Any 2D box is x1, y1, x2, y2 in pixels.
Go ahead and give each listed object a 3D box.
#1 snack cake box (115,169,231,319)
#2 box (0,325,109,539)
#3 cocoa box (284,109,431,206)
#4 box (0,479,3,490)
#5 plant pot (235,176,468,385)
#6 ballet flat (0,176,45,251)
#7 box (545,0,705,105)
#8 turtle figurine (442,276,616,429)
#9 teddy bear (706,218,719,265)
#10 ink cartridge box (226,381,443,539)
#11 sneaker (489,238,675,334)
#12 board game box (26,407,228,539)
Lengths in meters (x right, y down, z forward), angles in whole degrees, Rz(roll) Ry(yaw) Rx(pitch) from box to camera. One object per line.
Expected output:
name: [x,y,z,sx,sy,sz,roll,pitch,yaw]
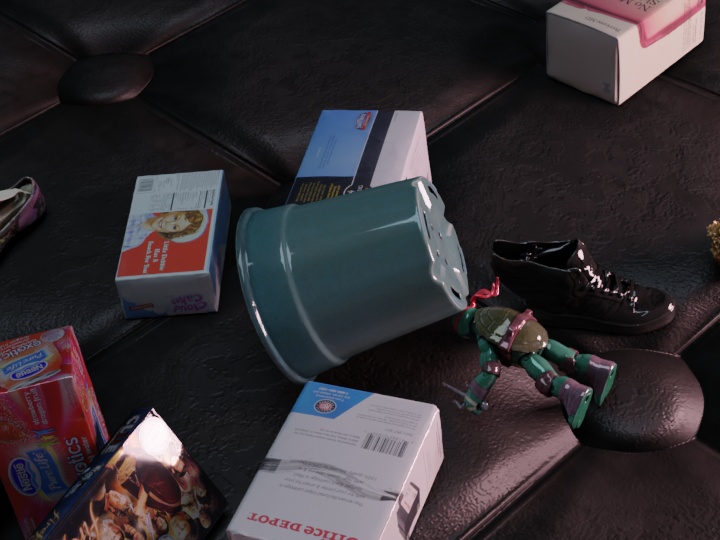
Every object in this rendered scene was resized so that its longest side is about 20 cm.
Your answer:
snack cake box: [-0.226,-0.035,1.619,0.115,0.067,0.200,-3,42,4]
box: [-0.304,0.168,1.296,0.100,0.200,0.096,-13,32,-5]
cocoa box: [0.001,-0.085,1.581,0.131,0.134,0.200,2,42,14]
box: [-0.446,0.162,1.355,0.200,0.050,0.199,35,37,-4]
plant pot: [0.000,0.000,1.399,0.196,0.200,0.200,-17,39,16]
ballet flat: [-0.479,-0.052,1.682,0.069,0.071,0.200,17,48,26]
box: [0.366,-0.337,1.818,0.200,0.109,0.128,-37,48,-29]
turtle figurine: [0.160,0.089,1.388,0.200,0.101,0.150,25,51,26]
teddy bear: [0.491,-0.022,1.483,0.200,0.067,0.145,-17,50,-18]
ink cartridge box: [-0.020,0.216,1.281,0.145,0.084,0.200,10,44,20]
sneaker: [0.245,0.012,1.447,0.199,0.104,0.060,1,42,12]
board game box: [-0.223,0.247,1.246,0.035,0.136,0.200,-11,32,42]
